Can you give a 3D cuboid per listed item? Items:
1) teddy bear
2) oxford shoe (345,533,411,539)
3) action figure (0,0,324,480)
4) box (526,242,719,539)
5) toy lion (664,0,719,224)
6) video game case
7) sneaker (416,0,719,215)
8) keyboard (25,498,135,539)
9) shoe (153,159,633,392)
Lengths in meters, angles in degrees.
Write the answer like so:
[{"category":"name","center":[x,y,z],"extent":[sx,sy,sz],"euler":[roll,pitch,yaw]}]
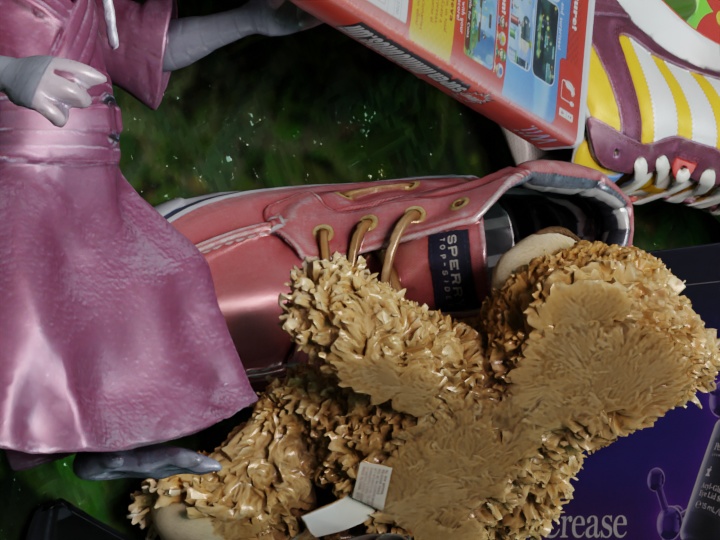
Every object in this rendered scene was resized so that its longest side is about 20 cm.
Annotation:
[{"category":"teddy bear","center":[0.019,0.048,0.818],"extent":[0.144,0.200,0.067],"euler":[26,34,-22]},{"category":"oxford shoe","center":[0.019,0.129,0.797],"extent":[0.199,0.073,0.085],"euler":[12,118,-32]},{"category":"action figure","center":[-0.096,-0.035,0.755],"extent":[0.134,0.148,0.202],"euler":[1,81,-54]},{"category":"box","center":[0.136,0.065,0.891],"extent":[0.079,0.199,0.142],"euler":[17,74,-37]},{"category":"toy lion","center":[0.196,-0.051,1.051],"extent":[0.191,0.068,0.202],"euler":[14,77,-31]},{"category":"video game case","center":[0.023,-0.134,0.788],"extent":[0.200,0.017,0.144],"euler":[24,68,-55]},{"category":"sneaker","center":[0.108,-0.047,0.940],"extent":[0.199,0.075,0.090],"euler":[34,57,-6]},{"category":"keyboard","center":[-0.047,0.163,0.845],"extent":[0.200,0.040,0.105],"euler":[35,41,-31]},{"category":"shoe","center":[0.000,0.000,0.854],"extent":[0.199,0.091,0.072],"euler":[-13,94,-40]}]
